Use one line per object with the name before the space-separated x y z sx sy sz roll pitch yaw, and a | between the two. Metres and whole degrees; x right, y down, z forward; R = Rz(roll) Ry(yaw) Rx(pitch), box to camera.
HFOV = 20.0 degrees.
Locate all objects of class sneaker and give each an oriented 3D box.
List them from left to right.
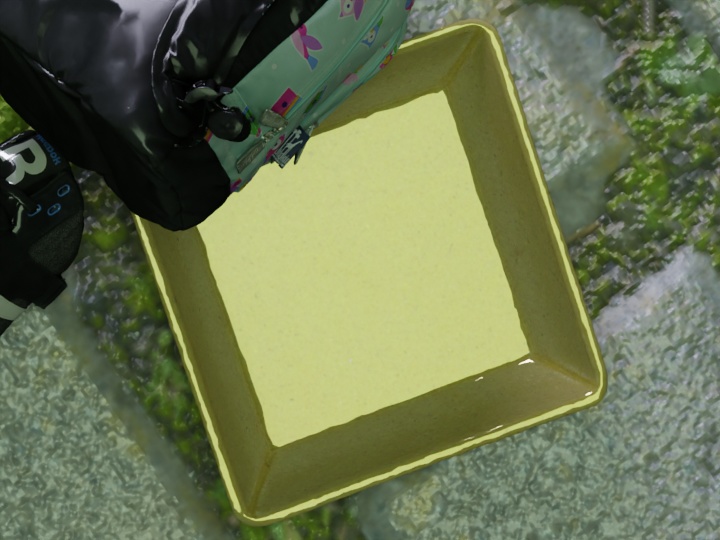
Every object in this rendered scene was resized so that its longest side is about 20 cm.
sneaker | -0.191 -0.040 0.937 0.112 0.200 0.073 -39 62 -9

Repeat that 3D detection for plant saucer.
plant saucer | 0.000 0.000 1.018 0.198 0.048 0.202 -19 96 -6

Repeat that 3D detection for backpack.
backpack | -0.064 -0.125 0.936 0.167 0.127 0.200 39 68 19
